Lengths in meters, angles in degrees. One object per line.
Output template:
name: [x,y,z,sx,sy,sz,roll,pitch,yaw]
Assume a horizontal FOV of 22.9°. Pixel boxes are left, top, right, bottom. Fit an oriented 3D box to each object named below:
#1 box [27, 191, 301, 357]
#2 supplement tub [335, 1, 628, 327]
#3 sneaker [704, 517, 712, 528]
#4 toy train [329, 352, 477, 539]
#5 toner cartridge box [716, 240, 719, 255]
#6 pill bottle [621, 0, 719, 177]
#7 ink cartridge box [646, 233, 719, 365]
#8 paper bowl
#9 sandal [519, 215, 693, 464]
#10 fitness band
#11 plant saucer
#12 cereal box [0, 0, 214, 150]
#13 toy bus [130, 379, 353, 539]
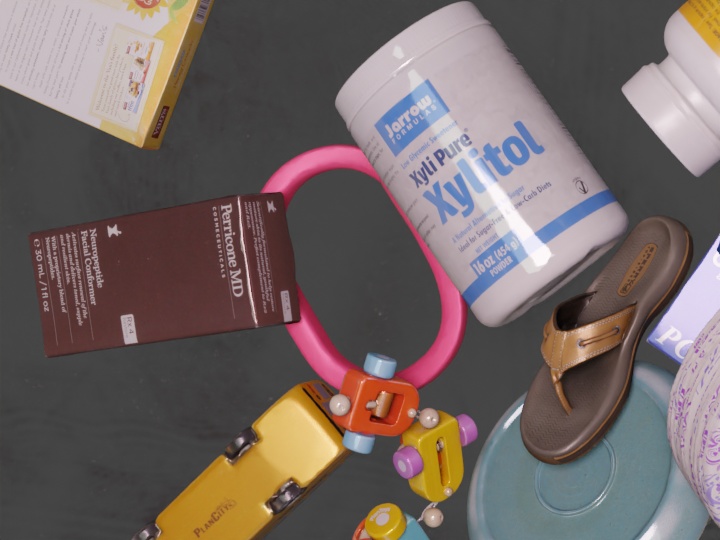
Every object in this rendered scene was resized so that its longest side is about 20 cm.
box: [-0.151,0.005,1.354,0.198,0.075,0.101,-10,89,26]
supplement tub: [0.086,-0.074,1.268,0.132,0.132,0.201,-38,82,14]
sneaker: [0.214,0.181,1.273,0.199,0.078,0.083,-26,88,25]
toy train: [0.008,0.155,1.303,0.055,0.149,0.202,24,104,47]
toner cartridge box: [0.337,-0.055,1.190,0.199,0.095,0.043,-30,77,2]
pill bottle: [0.281,-0.160,1.218,0.200,0.113,0.113,-42,80,13]
ink cartridge box: [0.310,0.069,1.250,0.199,0.044,0.094,37,99,13]
paper bowl: [0.293,0.080,1.149,0.198,0.105,0.203,-8,121,-13]
sandal: [0.166,0.041,1.251,0.081,0.054,0.201,23,78,53]
fitness band: [0.000,0.000,1.348,0.143,0.037,0.201,-33,81,17]
plant saucer: [0.155,0.146,1.248,0.199,0.027,0.202,-22,48,26]
cereal box: [-0.225,-0.199,1.405,0.198,0.039,0.145,25,98,15]
toy bus: [-0.091,0.174,1.354,0.200,0.078,0.065,-45,81,13]
